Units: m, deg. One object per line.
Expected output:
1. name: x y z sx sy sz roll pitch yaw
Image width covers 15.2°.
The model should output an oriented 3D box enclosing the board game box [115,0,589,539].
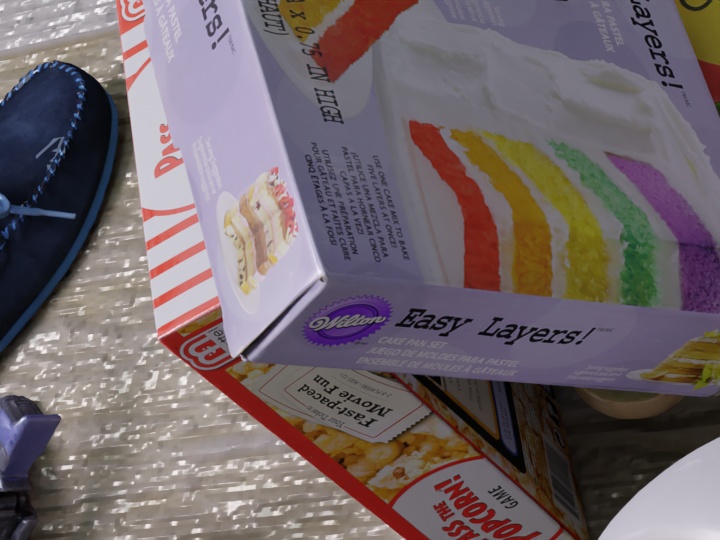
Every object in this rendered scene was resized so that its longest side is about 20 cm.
1. board game box: 0.000 0.000 0.887 0.046 0.200 0.152 -27 48 20

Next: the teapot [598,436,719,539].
1. teapot: 0.160 0.113 0.732 0.146 0.198 0.201 -27 74 -31

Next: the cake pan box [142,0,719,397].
1. cake pan box: 0.025 -0.060 0.818 0.052 0.183 0.201 -43 50 39

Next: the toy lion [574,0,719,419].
1. toy lion: 0.126 -0.074 0.929 0.191 0.069 0.201 -24 61 1

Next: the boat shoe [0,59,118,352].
1. boat shoe: -0.169 -0.005 1.109 0.084 0.069 0.201 14 70 41

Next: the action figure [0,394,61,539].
1. action figure: -0.137 0.103 0.995 0.200 0.104 0.194 -52 44 33
